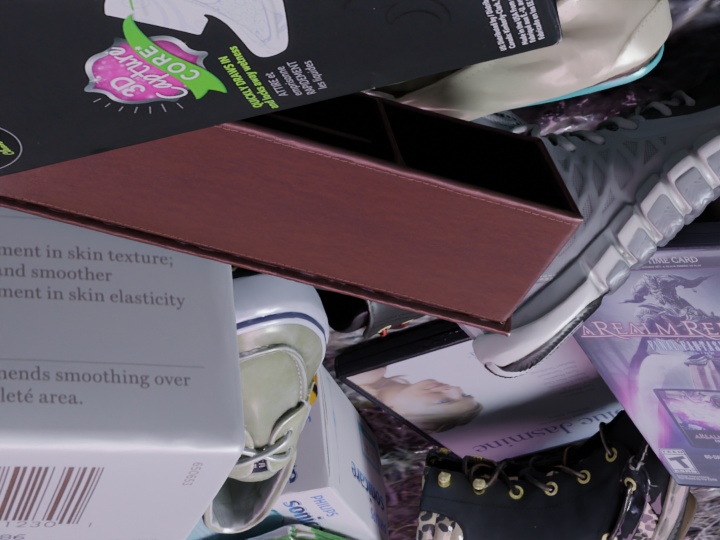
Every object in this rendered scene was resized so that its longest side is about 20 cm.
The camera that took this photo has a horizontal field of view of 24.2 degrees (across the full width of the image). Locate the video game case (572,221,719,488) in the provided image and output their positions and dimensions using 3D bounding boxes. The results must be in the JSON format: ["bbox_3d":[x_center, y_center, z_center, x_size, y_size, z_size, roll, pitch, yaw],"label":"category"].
[{"bbox_3d":[0.182,0.048,0.830,0.143,0.019,0.200,-2,140,41],"label":"video game case"}]

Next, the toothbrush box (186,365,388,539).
[{"bbox_3d":[-0.096,0.135,1.036,0.199,0.086,0.146,-12,153,12],"label":"toothbrush box"}]

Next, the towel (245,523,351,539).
[{"bbox_3d":[-0.041,0.200,1.064,0.152,0.023,0.200,-21,154,29],"label":"towel"}]

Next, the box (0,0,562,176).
[{"bbox_3d":[-0.061,-0.129,0.465,0.199,0.149,0.124,-12,153,11],"label":"box"}]

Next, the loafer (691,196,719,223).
[{"bbox_3d":[0.177,-0.006,0.837,0.073,0.072,0.200,-16,151,17],"label":"loafer"}]

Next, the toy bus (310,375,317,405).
[{"bbox_3d":[-0.127,0.057,0.887,0.199,0.078,0.065,-11,153,9],"label":"toy bus"}]

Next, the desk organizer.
[{"bbox_3d":[-0.025,-0.048,0.588,0.199,0.072,0.077,14,146,-12],"label":"desk organizer"}]

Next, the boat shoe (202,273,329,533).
[{"bbox_3d":[-0.048,0.064,0.762,0.072,0.062,0.200,-11,156,-11],"label":"boat shoe"}]

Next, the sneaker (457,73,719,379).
[{"bbox_3d":[0.097,-0.058,0.723,0.200,0.116,0.075,-43,172,-3],"label":"sneaker"}]

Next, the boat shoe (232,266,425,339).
[{"bbox_3d":[-0.002,0.000,0.799,0.201,0.063,0.074,18,174,-36],"label":"boat shoe"}]

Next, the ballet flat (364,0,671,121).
[{"bbox_3d":[0.024,-0.086,0.674,0.200,0.070,0.069,-20,150,21],"label":"ballet flat"}]

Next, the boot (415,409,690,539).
[{"bbox_3d":[0.114,0.120,0.991,0.153,0.074,0.204,10,114,5],"label":"boot"}]

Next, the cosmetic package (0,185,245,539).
[{"bbox_3d":[-0.149,0.010,0.658,0.167,0.201,0.166,3,151,-18],"label":"cosmetic package"}]

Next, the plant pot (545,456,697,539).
[{"bbox_3d":[0.127,0.195,1.146,0.201,0.093,0.201,-46,177,-3],"label":"plant pot"}]

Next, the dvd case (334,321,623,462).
[{"bbox_3d":[0.091,0.073,1.029,0.142,0.018,0.200,-19,151,21],"label":"dvd case"}]
